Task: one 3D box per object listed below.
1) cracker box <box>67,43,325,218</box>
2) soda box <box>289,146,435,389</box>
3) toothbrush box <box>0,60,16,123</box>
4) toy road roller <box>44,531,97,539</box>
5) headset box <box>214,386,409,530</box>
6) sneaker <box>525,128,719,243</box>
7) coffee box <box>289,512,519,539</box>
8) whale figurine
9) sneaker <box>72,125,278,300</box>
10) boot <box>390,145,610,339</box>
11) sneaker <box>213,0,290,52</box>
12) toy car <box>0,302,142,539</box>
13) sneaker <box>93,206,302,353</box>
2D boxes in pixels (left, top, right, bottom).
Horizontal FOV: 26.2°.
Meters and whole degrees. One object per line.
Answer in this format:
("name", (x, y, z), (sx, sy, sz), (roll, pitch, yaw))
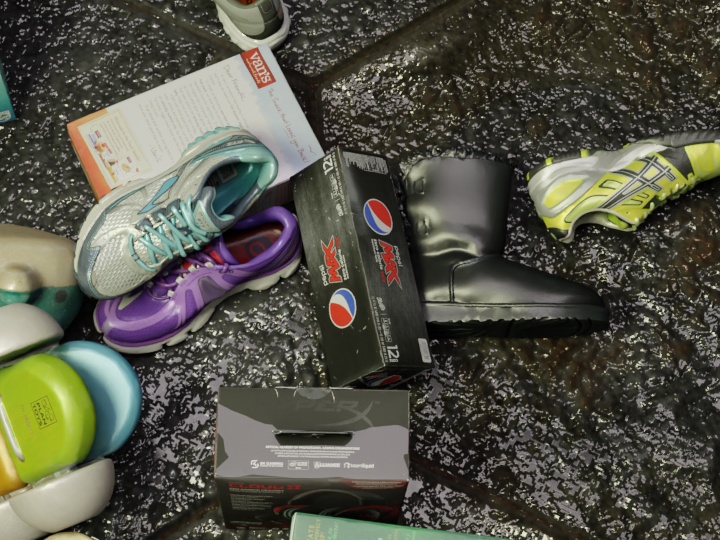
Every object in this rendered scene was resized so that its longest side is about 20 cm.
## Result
("cracker box", (-0.145, -0.104, 1.397), (0.200, 0.058, 0.134), (-24, 73, -10))
("soda box", (0.000, 0.000, 1.329), (0.063, 0.071, 0.200), (6, 65, -43))
("toothbrush box", (-0.375, -0.227, 1.361), (0.085, 0.200, 0.146), (-17, 69, -8))
("toy road roller", (-0.234, 0.316, 1.198), (0.146, 0.123, 0.200), (-21, 71, 2))
("headset box", (-0.038, 0.150, 1.225), (0.149, 0.200, 0.075), (1, 68, -2))
("sneaker", (0.254, -0.076, 1.400), (0.200, 0.075, 0.076), (-13, 77, 4))
("coffee box", (0.042, 0.235, 1.238), (0.200, 0.123, 0.044), (7, 71, -1))
("whale figurine", (-0.324, 0.018, 1.285), (0.159, 0.200, 0.104), (15, 103, 42))
("sneaker", (-0.152, -0.048, 1.287), (0.200, 0.086, 0.078), (-43, 120, -15))
("boot", (0.119, -0.024, 1.364), (0.198, 0.073, 0.163), (0, 73, 6))
("sneaker", (-0.137, -0.297, 1.463), (0.074, 0.079, 0.200), (-38, 73, -13))
("toy car", (-0.250, 0.118, 1.238), (0.150, 0.200, 0.175), (-18, 83, -42))
("sneaker", (-0.143, -0.003, 1.344), (0.200, 0.083, 0.081), (-31, 73, -13))
